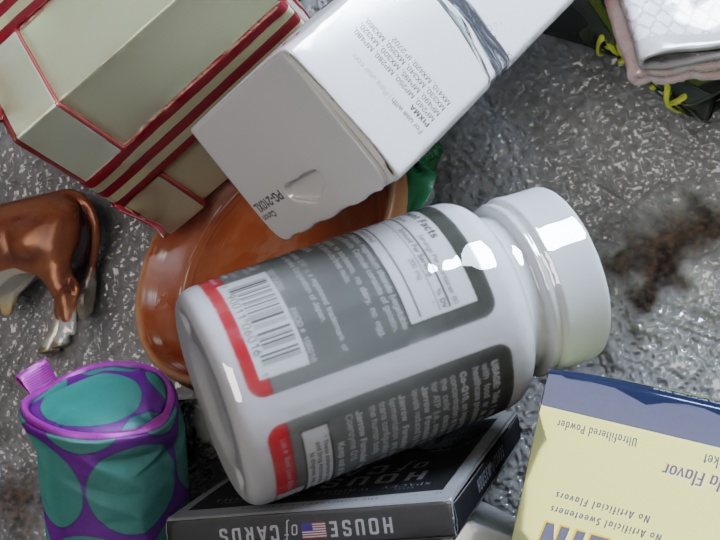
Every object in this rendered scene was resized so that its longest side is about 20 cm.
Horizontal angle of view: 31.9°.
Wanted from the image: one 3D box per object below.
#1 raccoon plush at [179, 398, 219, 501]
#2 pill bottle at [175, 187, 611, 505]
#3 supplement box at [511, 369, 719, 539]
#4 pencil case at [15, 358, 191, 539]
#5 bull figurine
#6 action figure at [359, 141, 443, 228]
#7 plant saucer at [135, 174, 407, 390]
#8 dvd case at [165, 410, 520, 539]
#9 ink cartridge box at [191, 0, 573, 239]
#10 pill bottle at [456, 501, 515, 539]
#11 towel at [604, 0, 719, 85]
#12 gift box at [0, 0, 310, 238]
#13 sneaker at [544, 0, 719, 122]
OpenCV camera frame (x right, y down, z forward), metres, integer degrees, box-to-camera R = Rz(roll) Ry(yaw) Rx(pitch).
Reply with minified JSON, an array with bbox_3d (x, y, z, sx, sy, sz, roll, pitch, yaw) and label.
[{"bbox_3d":[-0.127,0.146,0.756,0.096,0.200,0.134,-1,84,-20],"label":"raccoon plush"},{"bbox_3d":[0.017,0.033,0.641,0.200,0.114,0.114,-19,77,-15],"label":"pill bottle"},{"bbox_3d":[0.154,0.162,0.646,0.134,0.200,0.201,12,88,18],"label":"supplement box"},{"bbox_3d":[-0.134,0.149,0.680,0.092,0.085,0.201,18,120,32],"label":"pencil case"},{"bbox_3d":[-0.269,0.005,0.867,0.199,0.065,0.122,-11,85,18],"label":"bull figurine"},{"bbox_3d":[0.000,0.000,0.778,0.118,0.055,0.200,15,75,49],"label":"action figure"},{"bbox_3d":[-0.054,-0.014,0.775,0.200,0.032,0.201,-22,48,27],"label":"plant saucer"},{"bbox_3d":[0.001,0.115,0.699,0.150,0.200,0.025,-8,93,16],"label":"dvd case"},{"bbox_3d":[0.021,-0.121,0.675,0.084,0.145,0.200,48,64,-10],"label":"ink cartridge box"},{"bbox_3d":[0.028,0.229,0.724,0.112,0.112,0.200,22,91,18],"label":"pill bottle"},{"bbox_3d":[0.226,-0.192,0.695,0.199,0.032,0.191,-6,61,-1],"label":"towel"},{"bbox_3d":[-0.140,-0.137,0.763,0.187,0.185,0.200,-38,56,9],"label":"gift box"},{"bbox_3d":[0.181,-0.132,0.733,0.199,0.074,0.085,10,88,18],"label":"sneaker"}]
